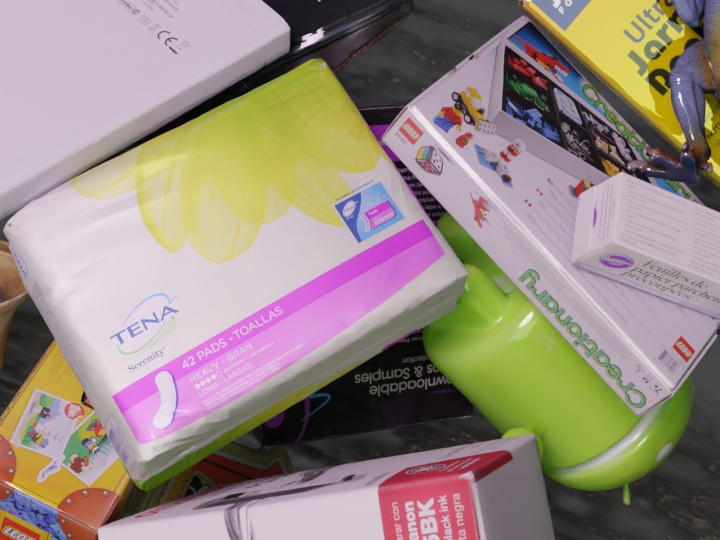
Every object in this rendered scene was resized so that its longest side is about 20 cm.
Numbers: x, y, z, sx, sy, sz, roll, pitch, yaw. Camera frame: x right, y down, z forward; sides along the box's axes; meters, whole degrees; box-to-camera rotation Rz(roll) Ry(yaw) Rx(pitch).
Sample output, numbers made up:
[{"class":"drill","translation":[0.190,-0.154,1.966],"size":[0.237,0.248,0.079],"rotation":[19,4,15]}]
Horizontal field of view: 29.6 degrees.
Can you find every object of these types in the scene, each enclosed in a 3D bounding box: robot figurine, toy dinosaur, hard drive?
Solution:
[{"class":"robot figurine","translation":[0.116,0.048,0.804],"size":[0.200,0.115,0.176],"rotation":[44,66,-23]},{"class":"toy dinosaur","translation":[0.180,-0.131,0.690],"size":[0.104,0.200,0.184],"rotation":[2,67,18]},{"class":"hard drive","translation":[-0.155,-0.119,0.750],"size":[0.132,0.199,0.027],"rotation":[42,150,25]}]

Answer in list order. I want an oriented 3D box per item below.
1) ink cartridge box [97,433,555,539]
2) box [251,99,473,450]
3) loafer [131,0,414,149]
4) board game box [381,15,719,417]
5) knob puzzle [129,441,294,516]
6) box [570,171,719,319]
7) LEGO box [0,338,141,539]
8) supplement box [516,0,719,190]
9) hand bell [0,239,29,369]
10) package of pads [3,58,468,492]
[{"class":"ink cartridge box","translation":[-0.012,0.145,0.692],"size":[0.198,0.147,0.084],"rotation":[-12,86,19]},{"class":"box","translation":[0.000,0.000,0.829],"size":[0.141,0.036,0.203],"rotation":[-5,102,-21]},{"class":"loafer","translation":[-0.053,-0.123,0.827],"size":[0.198,0.073,0.073],"rotation":[-25,137,5]},{"class":"board game box","translation":[0.119,-0.035,0.738],"size":[0.200,0.126,0.035],"rotation":[48,139,3]},{"class":"knob puzzle","translation":[-0.087,0.202,0.841],"size":[0.030,0.219,0.222],"rotation":[21,106,33]},{"class":"box","translation":[0.202,0.004,0.711],"size":[0.198,0.039,0.042],"rotation":[18,66,-22]},{"class":"LEGO box","translation":[-0.155,0.098,0.788],"size":[0.076,0.201,0.150],"rotation":[26,133,-1]},{"class":"supplement box","translation":[0.196,-0.127,0.769],"size":[0.200,0.109,0.110],"rotation":[41,102,-4]},{"class":"hand bell","translation":[-0.258,0.091,0.891],"size":[0.103,0.104,0.202],"rotation":[6,116,4]},{"class":"package of pads","translation":[-0.067,-0.005,0.709],"size":[0.199,0.068,0.155],"rotation":[-30,73,-14]}]
